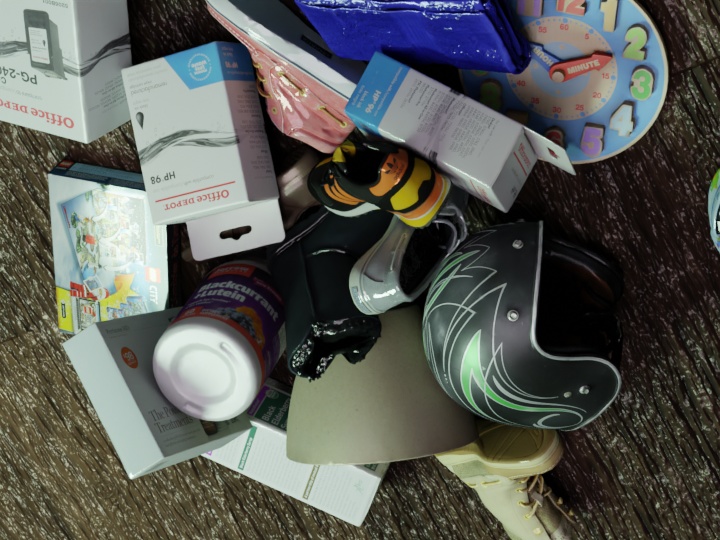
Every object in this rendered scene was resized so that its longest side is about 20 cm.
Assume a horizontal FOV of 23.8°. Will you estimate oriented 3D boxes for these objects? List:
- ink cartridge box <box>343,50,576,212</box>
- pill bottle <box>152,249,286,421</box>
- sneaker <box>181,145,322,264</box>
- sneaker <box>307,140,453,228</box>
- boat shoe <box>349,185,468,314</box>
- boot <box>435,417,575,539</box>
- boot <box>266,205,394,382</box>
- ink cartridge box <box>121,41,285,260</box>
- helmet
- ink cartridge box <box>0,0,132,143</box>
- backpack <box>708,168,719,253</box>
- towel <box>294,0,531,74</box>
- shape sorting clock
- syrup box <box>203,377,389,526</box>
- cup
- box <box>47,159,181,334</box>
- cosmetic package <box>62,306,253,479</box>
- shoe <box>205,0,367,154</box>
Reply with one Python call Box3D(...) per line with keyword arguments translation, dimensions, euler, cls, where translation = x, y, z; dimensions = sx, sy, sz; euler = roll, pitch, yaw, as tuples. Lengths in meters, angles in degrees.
Box3D(translation=(0.094, -0.118, 1.585), dimensions=(0.199, 0.116, 0.068), euler=(29, 88, 16), cls="ink cartridge box")
Box3D(translation=(-0.128, 0.057, 1.741), dimensions=(0.111, 0.200, 0.112), euler=(6, 118, 13), cls="pill bottle")
Box3D(translation=(-0.100, -0.046, 1.754), dimensions=(0.200, 0.071, 0.076), euler=(-33, 109, 33), cls="sneaker")
Box3D(translation=(-0.001, -0.096, 1.599), dimensions=(0.090, 0.070, 0.200), euler=(38, 167, -34), cls="sneaker")
Box3D(translation=(0.065, -0.030, 1.615), dimensions=(0.071, 0.201, 0.070), euler=(-9, 121, 40), cls="boat shoe")
Box3D(translation=(0.177, 0.226, 1.775), dimensions=(0.156, 0.073, 0.200), euler=(50, 153, -14), cls="boot")
Box3D(translation=(0.000, 0.000, 1.665), dimensions=(0.200, 0.169, 0.076), euler=(-35, 133, 16), cls="boot")
Box3D(translation=(-0.154, -0.115, 1.689), dimensions=(0.115, 0.067, 0.201), euler=(-13, 89, 25), cls="ink cartridge box")
Box3D(translation=(0.152, 0.051, 1.647), dimensions=(0.190, 0.200, 0.200), euler=(26, 126, -17), cls="helmet")
Box3D(translation=(-0.308, -0.240, 1.691), dimensions=(0.145, 0.083, 0.201), euler=(16, 124, 26), cls="ink cartridge box")
Box3D(translation=(0.413, -0.055, 1.533), dimensions=(0.199, 0.154, 0.164), euler=(-17, 116, 4), cls="backpack")
Box3D(translation=(0.044, -0.224, 1.543), dimensions=(0.199, 0.050, 0.148), euler=(9, 157, 25), cls="towel")
Box3D(translation=(0.186, -0.187, 1.587), dimensions=(0.199, 0.039, 0.201), euler=(9, 121, 15), cls="shape sorting clock")
Box3D(translation=(-0.068, 0.191, 1.873), dimensions=(0.199, 0.079, 0.082), euler=(25, 124, 5), cls="syrup box")
Box3D(translation=(0.016, 0.109, 1.748), dimensions=(0.199, 0.200, 0.144), euler=(-4, 94, 22), cls="cup")
Box3D(translation=(-0.264, -0.013, 1.849), dimensions=(0.136, 0.038, 0.201), euler=(10, 122, 13), cls="box")
Box3D(translation=(-0.203, 0.119, 1.740), dimensions=(0.052, 0.200, 0.151), euler=(-33, 82, 21), cls="cosmetic package")
Box3D(translation=(-0.081, -0.197, 1.658), dimensions=(0.200, 0.072, 0.091), euler=(34, 121, -5), cls="shoe")
